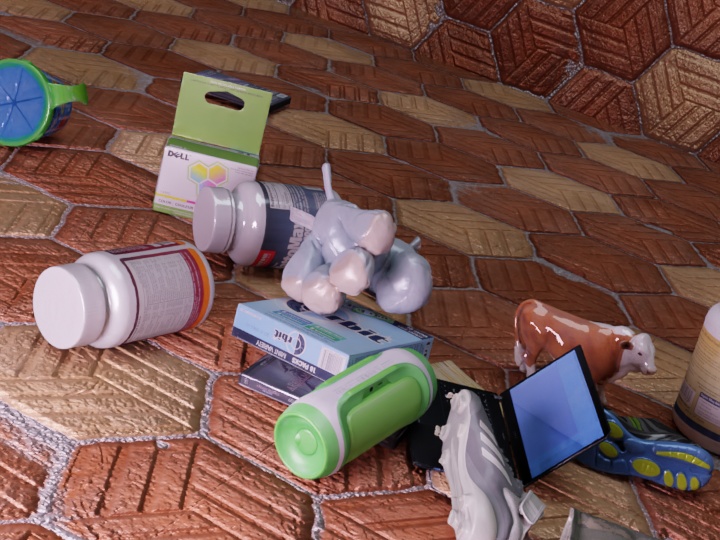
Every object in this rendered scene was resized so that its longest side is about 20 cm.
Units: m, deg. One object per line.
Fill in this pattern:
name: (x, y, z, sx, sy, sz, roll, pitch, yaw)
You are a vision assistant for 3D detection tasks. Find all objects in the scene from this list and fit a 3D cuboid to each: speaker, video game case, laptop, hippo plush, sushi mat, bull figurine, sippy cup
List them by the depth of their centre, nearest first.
speaker: (-0.002, 0.149, 1.361, 0.088, 0.090, 0.199, 26, 31, 29)
laptop: (0.158, 0.150, 1.448, 0.197, 0.104, 0.178, 15, 27, -11)
video game case: (-0.026, 0.141, 1.498, 0.198, 0.019, 0.143, 22, 21, 15)
sushi mat: (0.133, 0.161, 1.569, 0.095, 0.012, 0.200, 0, 26, -36)
hippo plush: (0.000, 0.000, 1.609, 0.160, 0.160, 0.200, 37, 3, -36)
bull figurine: (0.288, 0.109, 1.661, 0.198, 0.123, 0.065, 24, 22, 22)
sippy cup: (-0.533, -0.269, 2.063, 0.176, 0.141, 0.130, 28, 10, 8)
video game case: (-0.259, -0.377, 2.681, 0.197, 0.019, 0.143, 19, 20, 12)

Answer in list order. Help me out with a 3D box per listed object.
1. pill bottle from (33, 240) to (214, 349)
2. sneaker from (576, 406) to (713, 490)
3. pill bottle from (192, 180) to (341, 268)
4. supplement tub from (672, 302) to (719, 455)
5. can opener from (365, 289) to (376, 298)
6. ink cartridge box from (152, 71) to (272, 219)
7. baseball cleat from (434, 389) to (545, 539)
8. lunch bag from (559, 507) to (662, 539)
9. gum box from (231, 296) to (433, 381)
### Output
pill bottle: (-0.271, 0.029, 1.476, 0.109, 0.111, 0.199, 28, 23, 32)
sneaker: (0.320, 0.207, 1.523, 0.197, 0.072, 0.083, 19, 6, 6)
pill bottle: (-0.131, -0.064, 1.815, 0.197, 0.121, 0.120, 4, 22, -27)
supplement tub: (0.499, 0.127, 1.652, 0.142, 0.203, 0.145, 13, 20, -5)
can opener: (0.014, -0.014, 1.871, 0.078, 0.064, 0.199, -7, 30, -46)
ink cartridge box: (-0.223, -0.180, 1.933, 0.146, 0.203, 0.076, 12, 20, -6)
baseball cleat: (0.135, 0.215, 1.325, 0.105, 0.070, 0.202, 18, 42, -15)
lunch bag: (0.231, 0.315, 1.085, 0.162, 0.119, 0.200, 18, 26, 7)
gum box: (-0.031, 0.080, 1.561, 0.168, 0.045, 0.199, 23, 15, 30)
